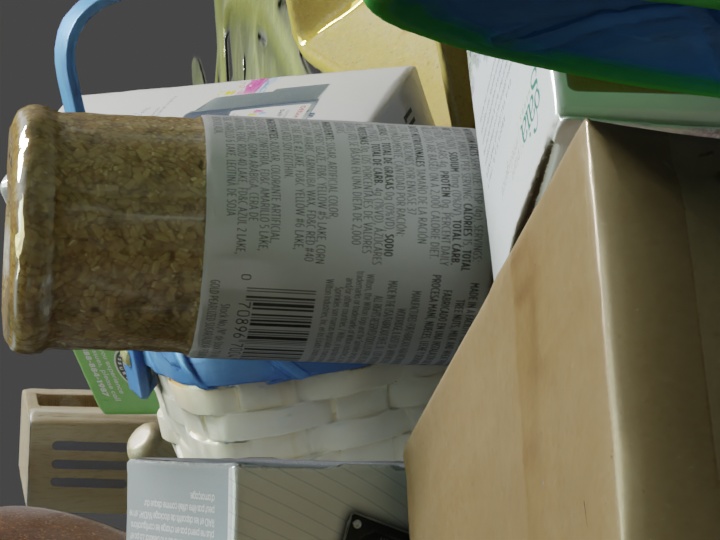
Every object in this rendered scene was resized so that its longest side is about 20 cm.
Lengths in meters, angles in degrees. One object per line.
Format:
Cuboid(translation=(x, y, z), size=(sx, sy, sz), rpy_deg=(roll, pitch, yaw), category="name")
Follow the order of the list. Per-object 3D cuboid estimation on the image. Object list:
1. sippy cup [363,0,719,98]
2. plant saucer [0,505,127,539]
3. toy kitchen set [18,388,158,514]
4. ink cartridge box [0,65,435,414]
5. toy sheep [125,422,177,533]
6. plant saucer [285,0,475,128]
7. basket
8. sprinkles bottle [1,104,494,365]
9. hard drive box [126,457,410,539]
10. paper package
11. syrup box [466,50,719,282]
Cuboid(translation=(0.076, -0.106, 0.481), size=(0.140, 0.177, 0.131), rpy_deg=(12, -93, -74), category="sippy cup")
Cuboid(translation=(-0.074, 0.141, 0.849), size=(0.035, 0.200, 0.200), rpy_deg=(-58, -5, -27), category="plant saucer")
Cuboid(translation=(-0.049, 0.011, 1.051), size=(0.163, 0.180, 0.201), rpy_deg=(-137, 50, -76), category="toy kitchen set")
Cuboid(translation=(-0.024, -0.010, 0.933), size=(0.067, 0.199, 0.117), rpy_deg=(-56, -45, -46), category="ink cartridge box")
Cuboid(translation=(-0.023, 0.121, 0.942), size=(0.138, 0.200, 0.138), rpy_deg=(-26, 44, 27), category="toy sheep")
Cuboid(translation=(0.007, -0.166, 0.969), size=(0.200, 0.048, 0.201), rpy_deg=(-140, 35, -64), category="plant saucer")
Cuboid(translation=(0.000, 0.000, 0.772), size=(0.139, 0.176, 0.201), rpy_deg=(-143, 46, -68), category="basket")
Cuboid(translation=(0.004, -0.008, 0.664), size=(0.068, 0.199, 0.069), rpy_deg=(-178, 90, -80), category="sprinkles bottle")
Cuboid(translation=(0.019, 0.151, 0.653), size=(0.077, 0.155, 0.201), rpy_deg=(-5, 83, 63), category="hard drive box")
Cuboid(translation=(0.078, 0.097, 0.497), size=(0.191, 0.103, 0.201), rpy_deg=(114, 157, -63), category="paper package")
Cuboid(translation=(0.071, -0.090, 0.642), size=(0.079, 0.081, 0.201), rpy_deg=(102, 166, -53), category="syrup box")
